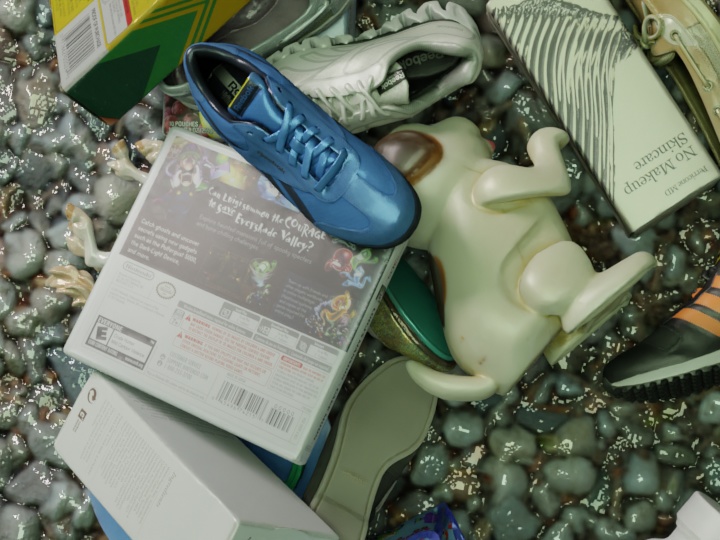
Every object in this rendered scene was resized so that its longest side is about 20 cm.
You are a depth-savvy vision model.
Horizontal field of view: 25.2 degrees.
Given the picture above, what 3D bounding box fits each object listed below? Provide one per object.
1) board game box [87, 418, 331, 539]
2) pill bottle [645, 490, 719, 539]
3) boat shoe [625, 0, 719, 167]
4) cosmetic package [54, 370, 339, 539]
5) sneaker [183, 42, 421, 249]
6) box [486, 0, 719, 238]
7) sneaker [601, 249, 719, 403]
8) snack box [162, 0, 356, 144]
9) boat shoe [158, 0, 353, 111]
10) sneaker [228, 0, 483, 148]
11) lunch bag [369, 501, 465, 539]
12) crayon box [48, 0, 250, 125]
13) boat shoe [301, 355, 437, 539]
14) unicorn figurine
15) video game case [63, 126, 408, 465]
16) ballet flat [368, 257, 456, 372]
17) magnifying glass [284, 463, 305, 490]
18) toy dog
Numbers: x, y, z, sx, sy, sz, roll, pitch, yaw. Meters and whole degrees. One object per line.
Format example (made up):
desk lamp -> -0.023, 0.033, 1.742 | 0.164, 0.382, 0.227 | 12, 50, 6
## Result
board game box -> -0.108, 0.149, 1.234 | 0.200, 0.039, 0.158 | -42, 87, 12
pill bottle -> 0.214, 0.264, 1.139 | 0.116, 0.116, 0.200 | 38, 94, 8
boat shoe -> 0.242, -0.142, 1.170 | 0.063, 0.073, 0.201 | -37, 91, 2
cosmetic package -> -0.117, 0.154, 1.116 | 0.200, 0.101, 0.074 | 40, 105, 44
sneaker -> -0.046, -0.085, 1.081 | 0.200, 0.078, 0.066 | 41, 93, 22
box -> 0.177, -0.129, 1.179 | 0.082, 0.068, 0.201 | -34, 83, 5
sneaker -> 0.262, 0.029, 1.169 | 0.199, 0.070, 0.091 | -20, 71, 8
snack box -> -0.076, -0.197, 1.229 | 0.141, 0.053, 0.202 | 2, 90, 8
boat shoe -> -0.066, -0.195, 1.167 | 0.202, 0.065, 0.075 | -41, 84, 7
sneaker -> -0.005, -0.130, 1.147 | 0.199, 0.081, 0.075 | -23, 116, 2
lunch bag -> 0.007, 0.248, 1.129 | 0.150, 0.200, 0.094 | -29, 85, 7
crayon box -> -0.133, -0.211, 1.150 | 0.200, 0.051, 0.127 | -39, 39, 18
boat shoe -> -0.006, 0.147, 1.178 | 0.067, 0.057, 0.201 | 34, 54, -7
unicorn figurine -> -0.146, -0.037, 1.231 | 0.137, 0.074, 0.200 | 41, 114, 11
video game case -> -0.086, 0.013, 1.121 | 0.199, 0.023, 0.183 | 22, 82, 22
ballet flat -> 0.000, 0.000, 1.212 | 0.070, 0.071, 0.201 | -34, 84, 7
magnifying glass -> -0.057, 0.085, 1.188 | 0.079, 0.022, 0.201 | 25, 101, 8
toy dog -> 0.083, -0.021, 1.158 | 0.194, 0.140, 0.200 | -38, 78, -2
